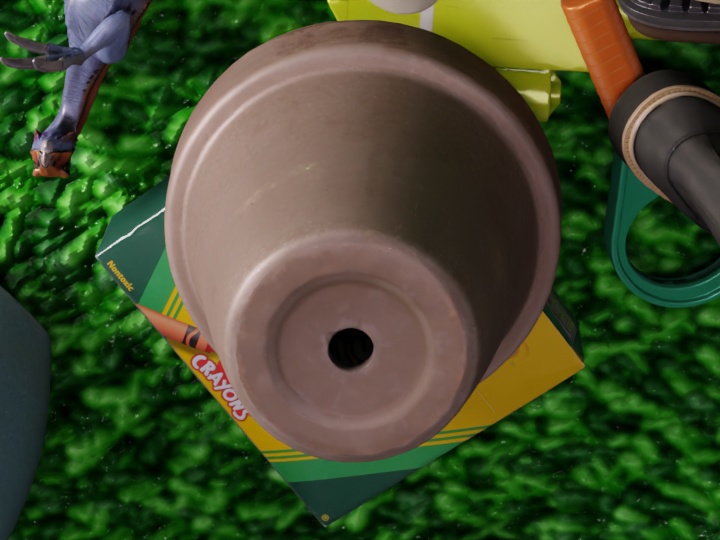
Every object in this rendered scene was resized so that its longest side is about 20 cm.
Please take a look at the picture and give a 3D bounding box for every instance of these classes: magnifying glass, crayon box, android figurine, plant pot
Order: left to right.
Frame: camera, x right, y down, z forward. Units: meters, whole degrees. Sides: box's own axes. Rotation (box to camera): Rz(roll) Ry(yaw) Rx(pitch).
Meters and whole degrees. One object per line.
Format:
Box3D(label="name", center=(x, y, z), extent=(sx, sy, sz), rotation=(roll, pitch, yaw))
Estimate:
Box3D(label="plant pot", center=(-0.239, 0.058, 1.192), extent=(0.200, 0.200, 0.135), rotation=(43, 77, -15))
Box3D(label="crayon box", center=(-0.008, 0.011, 1.205), extent=(0.172, 0.058, 0.200), rotation=(-33, 109, 18))
Box3D(label="plant pot", center=(0.000, 0.000, 1.074), extent=(0.200, 0.175, 0.201), rotation=(1, 112, 2))
Box3D(label="android figurine", center=(0.062, -0.162, 1.128), extent=(0.200, 0.041, 0.182), rotation=(5, 116, 0))
Box3D(label="magnifying glass", center=(0.145, -0.061, 1.155), extent=(0.079, 0.022, 0.200), rotation=(-24, 127, 6))

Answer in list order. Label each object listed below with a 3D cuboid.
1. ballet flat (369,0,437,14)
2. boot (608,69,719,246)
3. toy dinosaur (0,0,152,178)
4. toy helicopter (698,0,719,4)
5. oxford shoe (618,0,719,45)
Box3D(label="ballet flat", center=(-0.017, -0.212, 1.065), extent=(0.069, 0.069, 0.200), rotation=(-21, 93, 14))
Box3D(label="boot", center=(0.221, -0.010, 1.111), extent=(0.200, 0.138, 0.078), rotation=(21, 111, -28))
Box3D(label="toy dinosaur", center=(-0.120, -0.129, 1.136), extent=(0.200, 0.105, 0.182), rotation=(-7, 136, -5))
Box3D(label="toy helicopter", center=(0.195, -0.208, 1.051), extent=(0.132, 0.079, 0.200), rotation=(33, 77, 27))
Box3D(label="oxford shoe", center=(0.220, -0.117, 1.108), extent=(0.200, 0.073, 0.085), rotation=(2, 136, -6))
